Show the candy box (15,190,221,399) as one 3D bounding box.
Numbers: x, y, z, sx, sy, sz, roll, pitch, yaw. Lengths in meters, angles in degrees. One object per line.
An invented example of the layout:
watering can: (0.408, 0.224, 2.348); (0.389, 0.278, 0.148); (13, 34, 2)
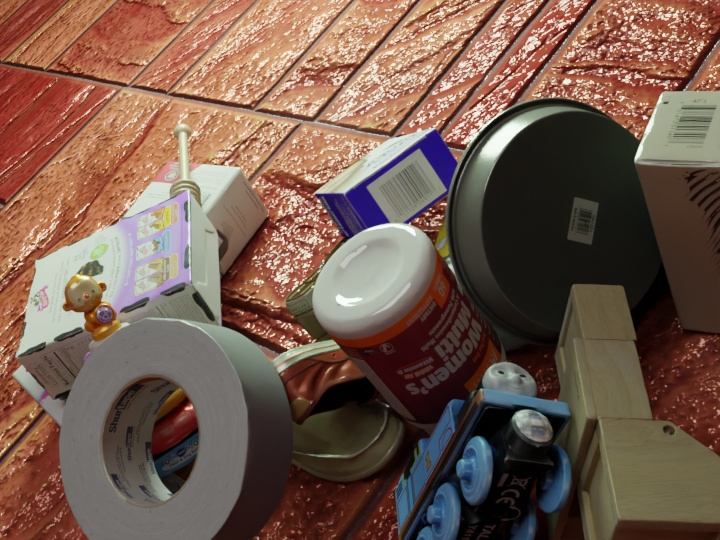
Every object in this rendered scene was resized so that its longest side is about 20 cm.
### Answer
candy box: (-0.251, 0.023, 1.053); (0.199, 0.072, 0.168); (-23, 38, 8)

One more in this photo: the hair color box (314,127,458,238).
hair color box: (0.024, -0.085, 1.005); (0.109, 0.065, 0.200); (-36, 8, -6)

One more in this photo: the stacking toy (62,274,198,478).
stacking toy: (-0.220, 0.092, 0.945); (0.116, 0.201, 0.110); (-31, 12, -18)

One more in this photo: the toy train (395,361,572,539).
toy train: (0.086, 0.155, 0.733); (0.086, 0.201, 0.115); (9, 40, -14)

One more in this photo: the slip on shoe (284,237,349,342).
slip on shoe: (0.000, 0.000, 1.050); (0.076, 0.061, 0.200); (-24, 17, 45)

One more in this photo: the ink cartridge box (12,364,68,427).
ink cartridge box: (-0.272, 0.122, 1.090); (0.145, 0.088, 0.199); (-47, 39, -15)

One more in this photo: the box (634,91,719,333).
box: (0.276, -0.040, 0.778); (0.068, 0.200, 0.082); (7, 55, 35)

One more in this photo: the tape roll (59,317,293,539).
tape roll: (-0.156, 0.142, 0.827); (0.199, 0.066, 0.202); (-5, 79, 28)

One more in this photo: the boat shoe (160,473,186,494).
boat shoe: (-0.181, 0.236, 0.924); (0.074, 0.065, 0.202); (-42, 40, -10)

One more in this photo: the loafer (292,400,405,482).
loafer: (-0.051, 0.143, 0.926); (0.199, 0.068, 0.076); (0, 49, 35)

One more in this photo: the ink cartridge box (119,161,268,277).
ink cartridge box: (-0.229, -0.032, 1.220); (0.145, 0.085, 0.201); (10, 54, 40)

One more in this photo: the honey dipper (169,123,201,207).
honey dipper: (-0.216, -0.127, 1.214); (0.038, 0.038, 0.201); (-27, 39, 9)

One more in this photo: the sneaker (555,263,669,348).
sneaker: (0.223, -0.005, 0.897); (0.200, 0.060, 0.104); (-41, 39, -15)

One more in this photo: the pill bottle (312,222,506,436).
pill bottle: (0.054, 0.063, 0.824); (0.109, 0.200, 0.110); (-23, 39, 21)

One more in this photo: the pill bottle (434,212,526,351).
pill bottle: (0.133, -0.034, 0.943); (0.114, 0.115, 0.201); (-5, 47, 31)

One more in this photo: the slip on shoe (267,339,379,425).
slip on shoe: (0.001, 0.091, 0.894); (0.199, 0.074, 0.061); (-13, 59, -42)

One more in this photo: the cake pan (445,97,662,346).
cake pan: (0.165, -0.039, 0.792); (0.200, 0.200, 0.037); (-45, 16, -13)

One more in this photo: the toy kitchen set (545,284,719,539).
toy kitchen set: (0.234, 0.141, 0.720); (0.179, 0.164, 0.201); (2, 44, -1)
